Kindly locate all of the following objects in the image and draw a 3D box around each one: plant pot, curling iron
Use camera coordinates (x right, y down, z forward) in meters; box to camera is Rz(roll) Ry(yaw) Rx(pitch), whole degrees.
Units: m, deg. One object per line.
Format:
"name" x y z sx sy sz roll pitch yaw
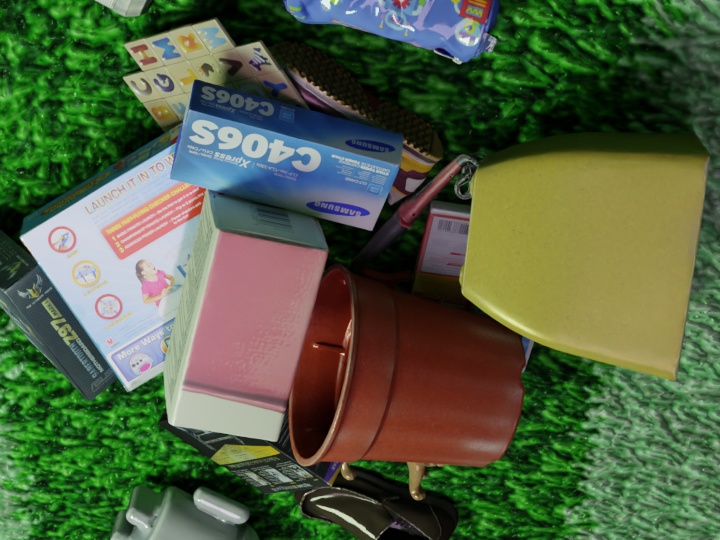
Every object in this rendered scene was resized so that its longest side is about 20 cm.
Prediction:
"plant pot" 0.196 -0.031 1.336 0.198 0.194 0.197 8 101 8
"plant pot" 0.050 0.109 1.485 0.194 0.202 0.201 11 132 -17
"curling iron" 0.054 -0.050 1.453 0.200 0.026 0.050 -37 97 29

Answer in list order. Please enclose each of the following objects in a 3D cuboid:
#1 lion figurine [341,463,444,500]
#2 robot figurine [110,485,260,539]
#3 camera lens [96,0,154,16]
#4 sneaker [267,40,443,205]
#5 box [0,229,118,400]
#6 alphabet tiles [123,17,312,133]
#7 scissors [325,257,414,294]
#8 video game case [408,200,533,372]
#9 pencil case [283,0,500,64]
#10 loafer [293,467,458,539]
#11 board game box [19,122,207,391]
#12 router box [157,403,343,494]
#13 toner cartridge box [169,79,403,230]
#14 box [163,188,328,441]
"lion figurine" 0.031 0.180 1.660 0.198 0.073 0.123 11 123 9
"robot figurine" -0.202 0.338 1.807 0.199 0.113 0.170 30 114 -12
"camera lens" -0.230 -0.322 1.248 0.199 0.160 0.160 27 129 -11
"sneaker" -0.022 -0.134 1.412 0.199 0.075 0.090 33 122 -14
"box" -0.340 0.037 1.553 0.051 0.200 0.158 -40 122 -15
"alphabet tiles" -0.135 -0.162 1.411 0.199 0.006 0.167 -5 131 43
"scissors" 0.000 0.000 1.537 0.200 0.014 0.073 35 123 -26
"video game case" 0.123 0.020 1.533 0.142 0.018 0.201 8 129 -5
"pencil case" 0.028 -0.242 1.312 0.199 0.078 0.087 14 108 2
"loafer" 0.017 0.288 1.748 0.198 0.072 0.073 11 130 2
"board game box" -0.198 -0.014 1.464 0.199 0.056 0.197 -30 112 3
"router box" -0.121 0.182 1.644 0.157 0.052 0.200 36 157 -16
"toner cartridge box" -0.069 -0.105 1.368 0.199 0.043 0.095 14 139 -9
"box" -0.111 0.039 1.399 0.108 0.128 0.201 11 110 -14
